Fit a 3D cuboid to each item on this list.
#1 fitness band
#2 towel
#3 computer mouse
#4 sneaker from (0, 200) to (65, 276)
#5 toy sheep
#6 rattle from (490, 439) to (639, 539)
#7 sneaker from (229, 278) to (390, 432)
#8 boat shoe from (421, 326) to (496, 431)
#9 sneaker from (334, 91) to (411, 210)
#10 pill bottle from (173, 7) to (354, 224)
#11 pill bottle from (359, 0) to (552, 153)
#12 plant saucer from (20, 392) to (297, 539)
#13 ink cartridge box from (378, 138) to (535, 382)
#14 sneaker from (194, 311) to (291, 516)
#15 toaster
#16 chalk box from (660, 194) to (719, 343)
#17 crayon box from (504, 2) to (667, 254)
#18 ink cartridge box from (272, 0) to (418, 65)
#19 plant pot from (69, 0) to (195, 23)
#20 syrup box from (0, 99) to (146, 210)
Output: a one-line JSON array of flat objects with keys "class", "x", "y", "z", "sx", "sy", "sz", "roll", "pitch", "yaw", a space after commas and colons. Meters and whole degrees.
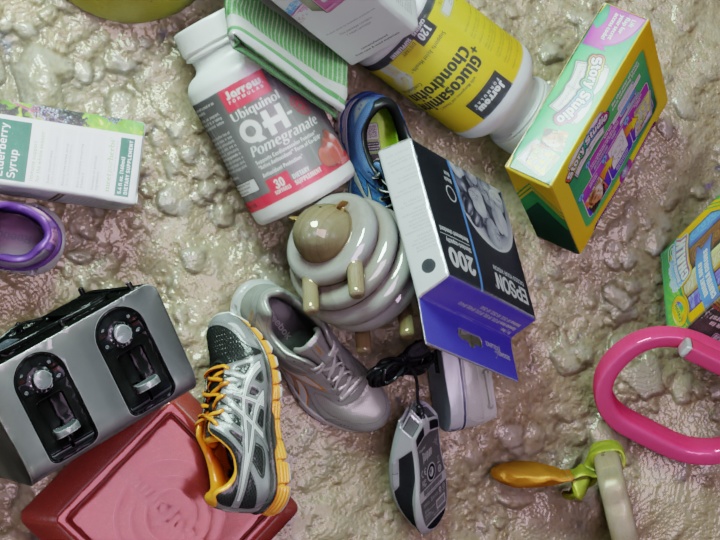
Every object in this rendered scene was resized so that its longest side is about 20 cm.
[{"class": "fitness band", "x": 0.339, "y": 0.134, "z": 1.744, "sx": 0.200, "sy": 0.037, "sz": 0.144, "roll": 27, "pitch": 124, "yaw": -17}, {"class": "towel", "x": -0.066, "y": -0.257, "z": 1.597, "sx": 0.153, "sy": 0.023, "sz": 0.200, "roll": 31, "pitch": 45, "yaw": -32}, {"class": "computer mouse", "x": 0.047, "y": 0.169, "z": 1.663, "sx": 0.110, "sy": 0.044, "sz": 0.200, "roll": -35, "pitch": 123, "yaw": -58}, {"class": "sneaker", "x": -0.365, "y": -0.037, "z": 1.525, "sx": 0.200, "sy": 0.088, "sz": 0.081, "roll": 3, "pitch": 89, "yaw": -18}, {"class": "toy sheep", "x": 0.000, "y": 0.000, "z": 1.587, "sx": 0.138, "sy": 0.138, "sz": 0.200, "roll": -58, "pitch": 140, "yaw": -12}, {"class": "rattle", "x": 0.235, "y": 0.282, "z": 1.735, "sx": 0.143, "sy": 0.130, "sz": 0.200, "roll": -20, "pitch": 122, "yaw": -8}, {"class": "sneaker", "x": -0.043, "y": 0.089, "z": 1.630, "sx": 0.200, "sy": 0.092, "sz": 0.076, "roll": 43, "pitch": 76, "yaw": -14}, {"class": "boat shoe", "x": 0.114, "y": 0.059, "z": 1.694, "sx": 0.086, "sy": 0.075, "sz": 0.202, "roll": -8, "pitch": 94, "yaw": -18}, {"class": "sneaker", "x": 0.024, "y": -0.080, "z": 1.659, "sx": 0.079, "sy": 0.089, "sz": 0.200, "roll": -14, "pitch": 95, "yaw": -18}, {"class": "pill bottle", "x": -0.097, "y": -0.154, "z": 1.607, "sx": 0.111, "sy": 0.111, "sz": 0.200, "roll": -31, "pitch": 98, "yaw": -17}, {"class": "pill bottle", "x": 0.100, "y": -0.203, "z": 1.671, "sx": 0.200, "sy": 0.112, "sz": 0.112, "roll": 33, "pitch": 79, "yaw": -23}, {"class": "plant saucer", "x": -0.187, "y": 0.234, "z": 1.607, "sx": 0.200, "sy": 0.037, "sz": 0.200, "roll": -46, "pitch": 102, "yaw": -14}, {"class": "ink cartridge box", "x": 0.101, "y": -0.007, "z": 1.594, "sx": 0.198, "sy": 0.043, "sz": 0.200, "roll": 24, "pitch": 49, "yaw": -57}, {"class": "sneaker", "x": -0.121, "y": 0.136, "z": 1.587, "sx": 0.077, "sy": 0.078, "sz": 0.200, "roll": -1, "pitch": 71, "yaw": -35}, {"class": "toaster", "x": -0.270, "y": 0.098, "z": 1.510, "sx": 0.181, "sy": 0.200, "sz": 0.119, "roll": -30, "pitch": 101, "yaw": -25}, {"class": "chalk box", "x": 0.397, "y": 0.016, "z": 1.750, "sx": 0.125, "sy": 0.200, "sz": 0.124, "roll": 18, "pitch": 50, "yaw": -19}, {"class": "crayon box", "x": 0.233, "y": -0.141, "z": 1.692, "sx": 0.058, "sy": 0.173, "sz": 0.200, "roll": 26, "pitch": 77, "yaw": 26}, {"class": "ink cartridge box", "x": -0.041, "y": -0.309, "z": 1.552, "sx": 0.200, "sy": 0.085, "sz": 0.145, "roll": 35, "pitch": 40, "yaw": -43}, {"class": "plant pot", "x": -0.203, "y": -0.341, "z": 1.559, "sx": 0.200, "sy": 0.142, "sz": 0.200, "roll": 0, "pitch": 89, "yaw": -19}, {"class": "syrup box", "x": -0.308, "y": -0.110, "z": 1.550, "sx": 0.200, "sy": 0.081, "sz": 0.079, "roll": 8, "pitch": 85, "yaw": -20}]
